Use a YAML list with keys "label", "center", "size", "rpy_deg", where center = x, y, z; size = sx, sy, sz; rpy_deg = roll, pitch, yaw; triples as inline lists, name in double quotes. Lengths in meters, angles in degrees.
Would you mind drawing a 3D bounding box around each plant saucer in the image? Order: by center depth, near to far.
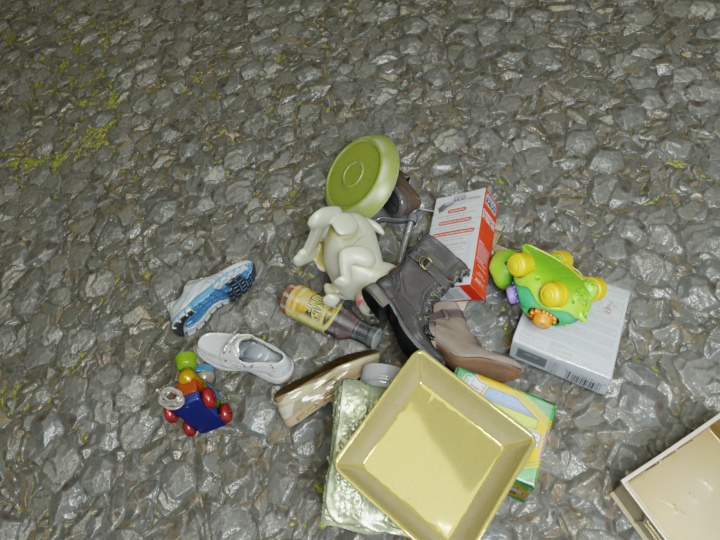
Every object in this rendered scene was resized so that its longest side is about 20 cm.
- label: "plant saucer"
  center: [0.097, 0.244, 0.696]
  size: [0.198, 0.049, 0.201]
  rpy_deg: [35, 68, 19]
- label: "plant saucer"
  center: [-0.008, -0.192, 1.076]
  size: [0.197, 0.031, 0.205]
  rpy_deg: [-18, 61, 36]

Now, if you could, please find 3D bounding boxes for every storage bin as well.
- label: "storage bin"
  center: [0.485, 0.328, 0.704]
  size: [0.197, 0.094, 0.200]
  rpy_deg: [-29, 59, -7]

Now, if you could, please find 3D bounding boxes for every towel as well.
- label: "towel"
  center: [0.025, 0.258, 0.739]
  size: [0.144, 0.037, 0.204]
  rpy_deg: [7, 63, -1]

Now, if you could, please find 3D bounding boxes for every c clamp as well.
- label: "c clamp"
  center: [0.066, -0.058, 1.044]
  size: [0.167, 0.027, 0.203]
  rpy_deg: [15, 64, 18]

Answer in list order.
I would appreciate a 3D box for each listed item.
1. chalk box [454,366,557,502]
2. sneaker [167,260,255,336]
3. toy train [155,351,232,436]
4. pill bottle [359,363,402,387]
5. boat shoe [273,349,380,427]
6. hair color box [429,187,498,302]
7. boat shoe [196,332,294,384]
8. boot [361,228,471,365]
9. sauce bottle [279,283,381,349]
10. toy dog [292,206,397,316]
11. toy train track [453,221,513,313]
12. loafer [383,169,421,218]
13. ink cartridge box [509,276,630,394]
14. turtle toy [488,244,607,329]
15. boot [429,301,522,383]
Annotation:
- label: "chalk box"
  center: [0.176, 0.239, 0.798]
  size: [0.196, 0.125, 0.126]
  rpy_deg: [17, 65, 21]
- label: "sneaker"
  center: [-0.299, 0.034, 1.040]
  size: [0.198, 0.076, 0.087]
  rpy_deg: [-37, 55, -11]
- label: "toy train"
  center: [-0.289, 0.185, 0.877]
  size: [0.083, 0.202, 0.117]
  rpy_deg: [-20, 54, -2]
- label: "pill bottle"
  center: [0.024, 0.257, 0.824]
  size: [0.109, 0.113, 0.204]
  rpy_deg: [6, 61, 14]
- label: "boat shoe"
  center: [-0.049, 0.199, 0.906]
  size: [0.196, 0.071, 0.066]
  rpy_deg: [-24, 93, -13]
- label: "hair color box"
  center: [0.182, -0.044, 0.971]
  size: [0.109, 0.064, 0.204]
  rpy_deg: [-8, 57, 40]
- label: "boat shoe"
  center: [-0.213, 0.143, 0.955]
  size: [0.195, 0.070, 0.072]
  rpy_deg: [11, 52, 15]
- label: "boot"
  center: [0.115, 0.044, 0.850]
  size: [0.173, 0.069, 0.201]
  rpy_deg: [-35, 76, -20]
- label: "sauce bottle"
  center: [-0.054, 0.085, 0.965]
  size: [0.196, 0.066, 0.067]
  rpy_deg: [20, 66, 21]
- label: "toy dog"
  center: [0.000, 0.000, 0.951]
  size: [0.192, 0.140, 0.201]
  rpy_deg: [-18, 61, -49]
- label: "toy train track"
  center: [0.223, -0.015, 0.986]
  size: [0.113, 0.033, 0.202]
  rpy_deg: [22, 68, 22]
- label: "loafer"
  center: [0.065, -0.178, 1.092]
  size: [0.069, 0.074, 0.202]
  rpy_deg: [-3, 46, -26]
- label: "ink cartridge box"
  center: [0.361, 0.093, 0.903]
  size: [0.160, 0.058, 0.201]
  rpy_deg: [20, 46, 21]
- label: "turtle toy"
  center: [0.294, 0.024, 0.869]
  size: [0.143, 0.103, 0.201]
  rpy_deg: [-3, 37, -34]
- label: "boot"
  center: [0.166, 0.115, 0.896]
  size: [0.195, 0.071, 0.148]
  rpy_deg: [3, 41, 3]
